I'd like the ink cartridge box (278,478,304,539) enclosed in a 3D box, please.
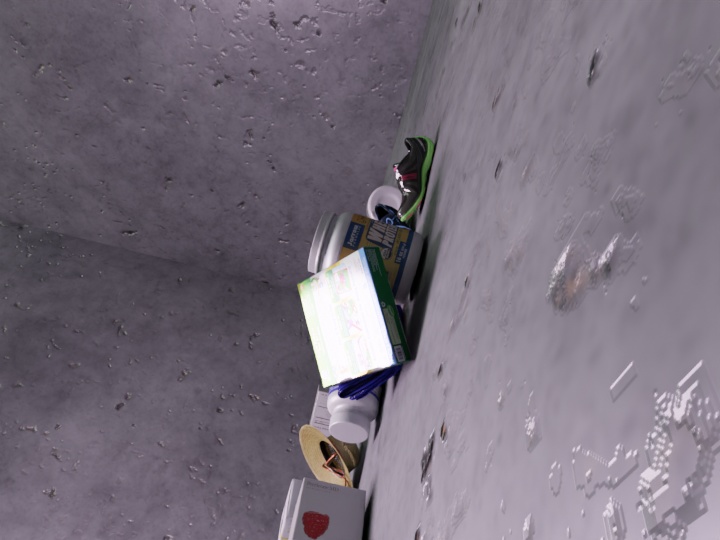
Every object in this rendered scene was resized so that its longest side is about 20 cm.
[{"bbox_3d":[-0.100,0.554,1.271,0.201,0.144,0.088,107,173,-47],"label":"ink cartridge box"}]

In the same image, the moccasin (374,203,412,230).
[{"bbox_3d":[0.068,-0.098,1.365,0.081,0.068,0.200,-55,24,15],"label":"moccasin"}]

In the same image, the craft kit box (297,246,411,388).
[{"bbox_3d":[-0.018,0.086,1.002,0.197,0.048,0.202,-25,75,41],"label":"craft kit box"}]

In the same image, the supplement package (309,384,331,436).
[{"bbox_3d":[-0.128,0.562,2.220,0.121,0.118,0.202,-156,80,-86],"label":"supplement package"}]

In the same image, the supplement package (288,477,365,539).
[{"bbox_3d":[-0.066,0.483,0.980,0.201,0.120,0.121,-81,5,-57],"label":"supplement package"}]

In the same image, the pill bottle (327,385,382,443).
[{"bbox_3d":[-0.010,0.255,1.218,0.113,0.111,0.201,106,177,-47],"label":"pill bottle"}]

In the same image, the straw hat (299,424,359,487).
[{"bbox_3d":[-0.050,0.429,1.337,0.085,0.201,0.202,-26,-32,-33],"label":"straw hat"}]

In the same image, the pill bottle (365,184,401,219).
[{"bbox_3d":[0.072,-0.175,1.628,0.200,0.113,0.115,-148,71,-87],"label":"pill bottle"}]

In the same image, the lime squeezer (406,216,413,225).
[{"bbox_3d":[0.089,-0.046,1.433,0.071,0.037,0.201,-79,2,-48],"label":"lime squeezer"}]

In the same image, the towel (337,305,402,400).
[{"bbox_3d":[0.027,0.158,1.122,0.147,0.050,0.201,-35,19,19],"label":"towel"}]

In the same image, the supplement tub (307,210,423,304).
[{"bbox_3d":[0.010,-0.028,1.111,0.145,0.198,0.146,17,-90,-88],"label":"supplement tub"}]

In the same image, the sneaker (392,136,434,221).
[{"bbox_3d":[0.108,-0.207,1.297,0.077,0.083,0.202,112,171,-79],"label":"sneaker"}]
